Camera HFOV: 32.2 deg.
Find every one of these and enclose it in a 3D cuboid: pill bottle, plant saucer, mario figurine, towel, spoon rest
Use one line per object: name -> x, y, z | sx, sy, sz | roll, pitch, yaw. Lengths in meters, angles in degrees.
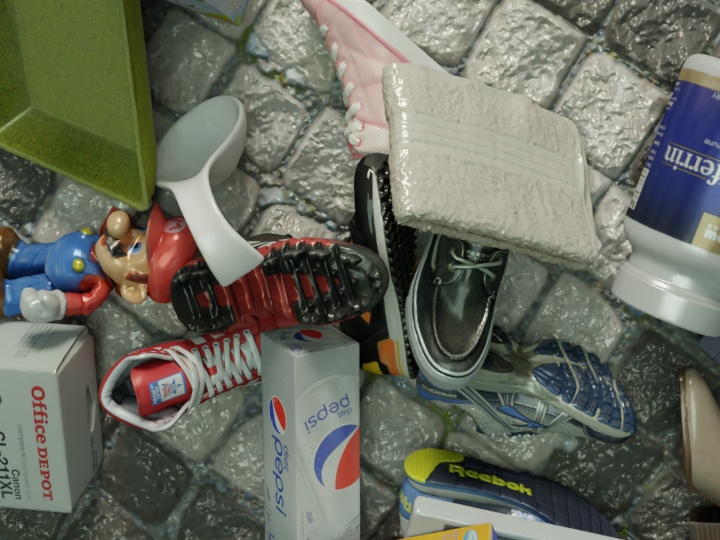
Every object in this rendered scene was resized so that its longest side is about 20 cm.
pill bottle -> 0.276, -0.058, 0.986 | 0.115, 0.116, 0.202 | 20, 100, 4
plant saucer -> -0.239, -0.171, 1.017 | 0.198, 0.048, 0.202 | 23, 132, 29
mario figurine -> -0.234, -0.021, 1.060 | 0.198, 0.106, 0.125 | -9, 85, 14
towel -> 0.104, -0.079, 0.970 | 0.198, 0.034, 0.134 | 11, 62, -32
spoon rest -> -0.125, -0.077, 1.011 | 0.099, 0.201, 0.061 | -33, 132, 10

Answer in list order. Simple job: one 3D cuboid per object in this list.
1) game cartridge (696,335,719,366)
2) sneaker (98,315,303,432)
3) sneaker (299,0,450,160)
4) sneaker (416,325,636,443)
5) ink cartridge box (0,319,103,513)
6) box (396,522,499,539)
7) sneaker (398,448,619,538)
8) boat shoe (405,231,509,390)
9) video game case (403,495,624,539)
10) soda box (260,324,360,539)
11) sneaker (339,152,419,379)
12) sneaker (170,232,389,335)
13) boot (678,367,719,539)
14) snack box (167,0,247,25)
game cartridge -> 0.375, 0.021, 0.993 | 0.130, 0.038, 0.201 | 43, 100, 31
sneaker -> -0.127, 0.080, 1.059 | 0.198, 0.112, 0.072 | -19, 95, 9
sneaker -> 0.001, -0.155, 1.028 | 0.200, 0.075, 0.105 | 41, 96, -4
sneaker -> 0.137, 0.104, 1.055 | 0.198, 0.077, 0.086 | 23, 130, -9
ink cartridge box -> -0.337, 0.122, 1.091 | 0.197, 0.083, 0.147 | 3, 115, 7
box -> 0.053, 0.271, 1.021 | 0.198, 0.042, 0.120 | -15, 122, 16
sneaker -> 0.124, 0.220, 1.070 | 0.198, 0.074, 0.083 | 18, 109, 5
boat shoe -> 0.081, -0.008, 0.990 | 0.071, 0.071, 0.202 | 13, 63, -10
video game case -> 0.124, 0.278, 1.051 | 0.198, 0.023, 0.183 | 12, 127, -1
soda box -> -0.042, 0.150, 1.056 | 0.063, 0.068, 0.202 | -9, 109, -28
sneaker -> 0.000, 0.000, 1.034 | 0.089, 0.070, 0.202 | 1, 119, 22
sneaker -> -0.055, 0.004, 1.010 | 0.199, 0.098, 0.072 | -7, 104, 32
boot -> 0.340, 0.169, 1.023 | 0.145, 0.070, 0.202 | -4, 115, 20
snack box -> -0.179, -0.259, 0.973 | 0.167, 0.200, 0.068 | 20, 96, 5
